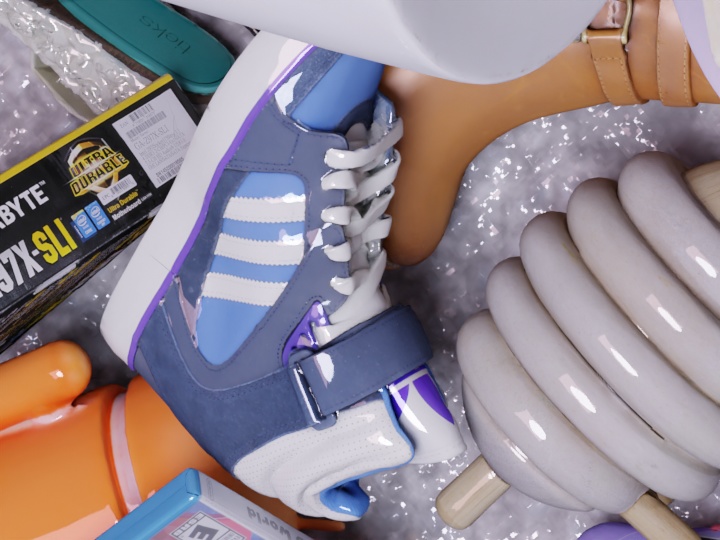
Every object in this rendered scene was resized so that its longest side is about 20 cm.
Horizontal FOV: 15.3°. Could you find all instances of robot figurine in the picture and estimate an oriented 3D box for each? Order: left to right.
[{"bbox_3d":[-0.113,0.110,1.113,0.199,0.117,0.145,-21,73,10],"label":"robot figurine"}]

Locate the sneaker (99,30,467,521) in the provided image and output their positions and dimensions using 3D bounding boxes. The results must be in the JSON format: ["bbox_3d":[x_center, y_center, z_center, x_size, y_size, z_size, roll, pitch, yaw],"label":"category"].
[{"bbox_3d":[0.000,0.000,1.002,0.146,0.081,0.201,40,119,12],"label":"sneaker"}]

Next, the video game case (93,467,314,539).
[{"bbox_3d":[-0.047,0.164,1.085,0.143,0.200,0.018,-38,40,23],"label":"video game case"}]

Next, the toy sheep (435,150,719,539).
[{"bbox_3d":[0.106,0.032,1.015,0.200,0.138,0.138,-46,81,10],"label":"toy sheep"}]

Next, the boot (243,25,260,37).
[{"bbox_3d":[-0.099,-0.153,1.057,0.150,0.200,0.074,-1,58,29],"label":"boot"}]

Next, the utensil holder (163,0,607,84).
[{"bbox_3d":[-0.021,-0.158,0.858,0.199,0.169,0.171,21,107,35],"label":"utensil holder"}]

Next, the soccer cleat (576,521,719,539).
[{"bbox_3d":[0.181,0.131,1.044,0.199,0.067,0.077,21,77,23],"label":"soccer cleat"}]

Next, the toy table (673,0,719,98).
[{"bbox_3d":[0.140,-0.138,0.909,0.183,0.117,0.201,-32,62,26],"label":"toy table"}]

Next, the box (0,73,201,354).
[{"bbox_3d":[-0.164,0.014,1.075,0.049,0.160,0.200,52,132,-2],"label":"box"}]

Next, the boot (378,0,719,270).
[{"bbox_3d":[0.081,-0.080,1.038,0.154,0.074,0.201,15,107,15],"label":"boot"}]

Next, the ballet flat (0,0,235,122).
[{"bbox_3d":[-0.137,-0.113,1.126,0.200,0.072,0.072,42,112,11],"label":"ballet flat"}]
